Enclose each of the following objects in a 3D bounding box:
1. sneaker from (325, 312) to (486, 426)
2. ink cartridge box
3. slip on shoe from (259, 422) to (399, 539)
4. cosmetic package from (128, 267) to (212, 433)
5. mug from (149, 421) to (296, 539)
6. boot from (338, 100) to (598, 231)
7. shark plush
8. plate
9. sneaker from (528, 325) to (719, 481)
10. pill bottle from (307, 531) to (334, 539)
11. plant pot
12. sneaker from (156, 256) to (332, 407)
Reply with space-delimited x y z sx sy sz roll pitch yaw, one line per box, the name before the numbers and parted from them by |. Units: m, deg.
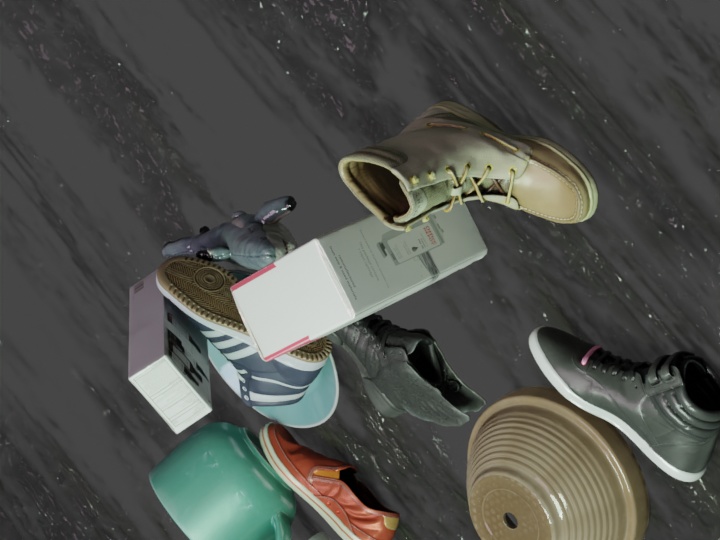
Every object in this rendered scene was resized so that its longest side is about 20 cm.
sneaker | 0.034 0.076 1.796 0.104 0.060 0.200 -29 95 48
ink cartridge box | 0.000 0.000 1.683 0.146 0.199 0.083 -29 87 46
slip on shoe | -0.032 0.229 1.937 0.200 0.074 0.061 41 101 27
cosmetic package | -0.197 0.079 1.850 0.050 0.200 0.083 -32 116 9
mug | -0.133 0.256 1.977 0.114 0.152 0.185 -42 86 1
boot | 0.096 -0.076 1.585 0.199 0.154 0.072 29 128 29
shark plush | -0.139 -0.034 1.878 0.199 0.083 0.091 15 121 37
plate | -0.096 0.081 1.926 0.199 0.026 0.201 26 136 27
sneaker | 0.248 0.092 1.598 0.200 0.071 0.099 38 131 14
pill bottle | 0.003 0.382 1.941 0.200 0.112 0.113 42 133 19
plant pot | 0.170 0.220 1.716 0.200 0.092 0.202 20 122 35
sneaker | -0.132 0.070 1.859 0.199 0.070 0.109 28 139 5
